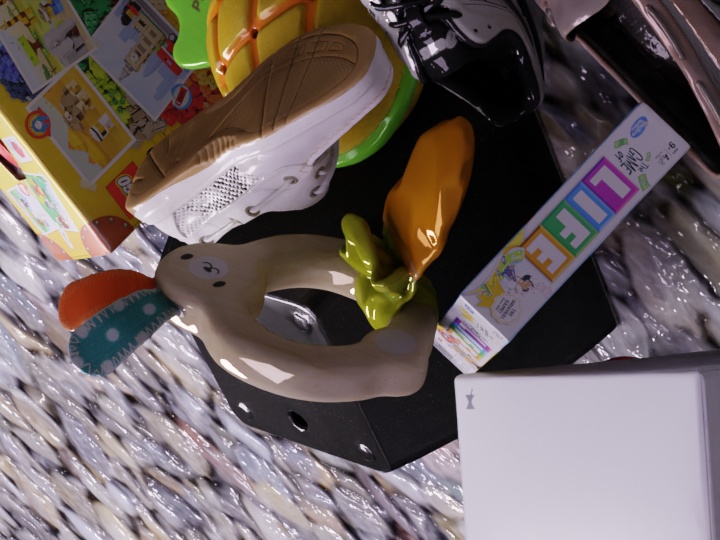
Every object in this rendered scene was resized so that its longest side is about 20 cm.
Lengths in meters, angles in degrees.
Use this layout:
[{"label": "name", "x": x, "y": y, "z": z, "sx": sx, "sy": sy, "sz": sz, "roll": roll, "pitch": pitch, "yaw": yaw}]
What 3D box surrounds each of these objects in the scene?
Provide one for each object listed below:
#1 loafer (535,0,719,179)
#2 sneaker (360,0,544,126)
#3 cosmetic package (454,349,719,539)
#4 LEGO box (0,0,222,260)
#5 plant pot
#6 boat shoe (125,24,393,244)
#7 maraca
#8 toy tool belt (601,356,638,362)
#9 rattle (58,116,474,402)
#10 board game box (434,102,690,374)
[{"label": "loafer", "x": 0.132, "y": -0.127, "z": 1.240, "sx": 0.200, "sy": 0.063, "sz": 0.072, "roll": 41, "pitch": 153, "yaw": 5}, {"label": "sneaker", "x": 0.034, "y": -0.145, "z": 1.255, "sx": 0.076, "sy": 0.088, "sz": 0.200, "roll": -32, "pitch": 137, "yaw": 28}, {"label": "cosmetic package", "x": 0.188, "y": 0.105, "z": 1.312, "sx": 0.199, "sy": 0.199, "sz": 0.124, "roll": -5, "pitch": 87, "yaw": 56}, {"label": "LEGO box", "x": -0.186, "y": -0.131, "z": 1.565, "sx": 0.200, "sy": 0.149, "sz": 0.077, "roll": 53, "pitch": 151, "yaw": -19}, {"label": "plant pot", "x": 0.000, "y": 0.000, "z": 1.474, "sx": 0.200, "sy": 0.177, "sz": 0.200, "roll": 16, "pitch": 142, "yaw": 43}, {"label": "boat shoe", "x": -0.041, "y": -0.066, "z": 1.325, "sx": 0.069, "sy": 0.071, "sz": 0.200, "roll": 38, "pitch": 140, "yaw": -23}, {"label": "maraca", "x": -0.039, "y": -0.138, "z": 1.403, "sx": 0.200, "sy": 0.138, "sz": 0.107, "roll": 35, "pitch": -162, "yaw": 36}, {"label": "toy tool belt", "x": 0.177, "y": 0.160, "z": 1.507, "sx": 0.124, "sy": 0.123, "sz": 0.200, "roll": -9, "pitch": 135, "yaw": 10}, {"label": "rattle", "x": -0.054, "y": -0.012, "z": 1.275, "sx": 0.199, "sy": 0.131, "sz": 0.143, "roll": 13, "pitch": 141, "yaw": 2}, {"label": "board game box", "x": 0.099, "y": -0.011, "z": 1.305, "sx": 0.034, "sy": 0.135, "sz": 0.200, "roll": 43, "pitch": 173, "yaw": 3}]
